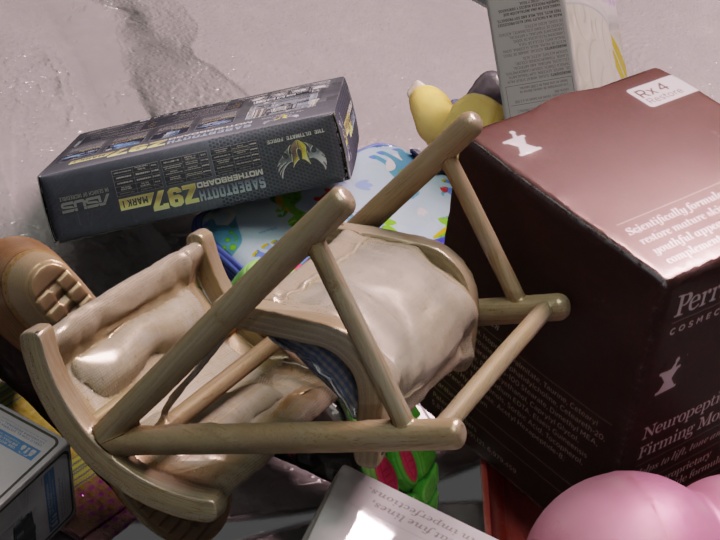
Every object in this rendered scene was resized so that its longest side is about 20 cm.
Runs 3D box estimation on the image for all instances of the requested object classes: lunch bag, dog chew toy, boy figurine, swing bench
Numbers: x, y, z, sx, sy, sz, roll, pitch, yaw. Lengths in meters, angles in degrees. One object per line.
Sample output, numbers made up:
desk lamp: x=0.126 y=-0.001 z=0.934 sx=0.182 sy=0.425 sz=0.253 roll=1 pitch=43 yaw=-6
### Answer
lunch bag: x=0.000 y=0.000 z=1.270 sx=0.200 sy=0.083 sz=0.161 roll=-19 pitch=47 yaw=-32
dog chew toy: x=0.188 y=0.163 z=1.017 sx=0.200 sy=0.125 sz=0.125 roll=-5 pitch=38 yaw=-17
boy figurine: x=0.088 y=-0.104 z=1.379 sx=0.124 sy=0.065 sz=0.200 roll=28 pitch=12 yaw=7
swing bench: x=-0.028 y=0.029 z=0.971 sx=0.200 sy=0.130 sz=0.199 roll=-23 pitch=7 yaw=27

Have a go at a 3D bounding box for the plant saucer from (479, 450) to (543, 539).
plant saucer: x=0.168 y=0.132 z=1.160 sx=0.200 sy=0.037 sz=0.200 roll=5 pitch=36 yaw=-3

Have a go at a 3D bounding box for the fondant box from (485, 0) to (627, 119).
fondant box: x=0.144 y=-0.106 z=1.309 sx=0.058 sy=0.200 sz=0.144 roll=-7 pitch=5 yaw=22

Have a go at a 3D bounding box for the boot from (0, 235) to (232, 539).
boot: x=-0.162 y=0.064 z=1.093 sx=0.072 sy=0.200 sz=0.166 roll=-39 pitch=19 yaw=-23

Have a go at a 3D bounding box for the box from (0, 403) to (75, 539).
box: x=-0.257 y=0.146 z=1.011 sx=0.117 sy=0.060 sz=0.200 roll=26 pitch=46 yaw=23

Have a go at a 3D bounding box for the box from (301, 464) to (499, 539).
box: x=0.031 y=0.228 z=0.877 sx=0.199 sy=0.131 sz=0.200 roll=26 pitch=34 yaw=2

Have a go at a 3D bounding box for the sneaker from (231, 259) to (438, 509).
sneaker: x=-0.022 y=0.087 z=1.137 sx=0.077 sy=0.084 sz=0.200 roll=-3 pitch=57 yaw=-54

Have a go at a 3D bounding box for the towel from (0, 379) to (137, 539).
towel: x=-0.153 y=0.095 z=1.155 sx=0.144 sy=0.023 sz=0.200 roll=28 pitch=39 yaw=26

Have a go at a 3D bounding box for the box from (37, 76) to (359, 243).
box: x=-0.103 y=-0.077 z=1.285 sx=0.200 sy=0.051 sz=0.158 roll=-13 pitch=13 yaw=4

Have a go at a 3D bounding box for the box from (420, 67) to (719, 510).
box: x=0.155 y=0.020 z=1.110 sx=0.166 sy=0.200 sz=0.164 roll=-21 pitch=45 yaw=-33
